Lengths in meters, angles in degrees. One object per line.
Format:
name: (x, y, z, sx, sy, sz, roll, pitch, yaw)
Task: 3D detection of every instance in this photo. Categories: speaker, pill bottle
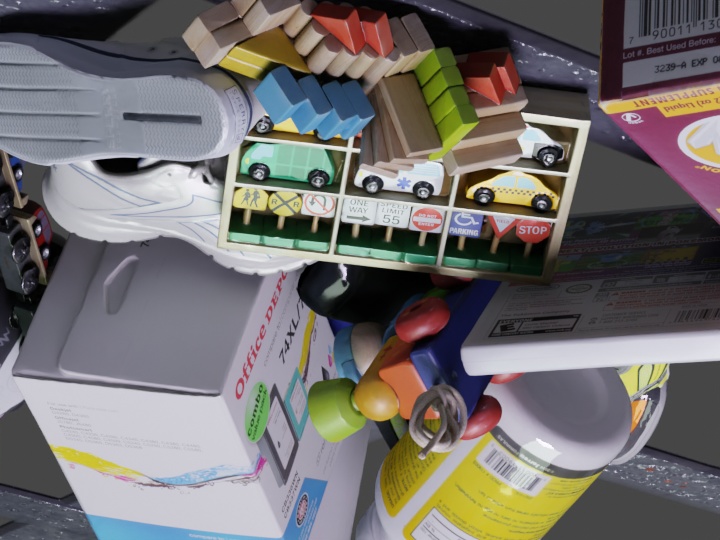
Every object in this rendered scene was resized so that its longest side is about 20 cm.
speaker: (-0.038, 0.144, 1.892, 0.081, 0.201, 0.081, 10, 159, 4)
pill bottle: (0.080, 0.131, 1.738, 0.112, 0.113, 0.200, 16, 134, -25)

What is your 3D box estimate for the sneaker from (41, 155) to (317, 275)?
sneaker: (-0.092, -0.050, 1.599, 0.199, 0.075, 0.087, 5, 152, -1)

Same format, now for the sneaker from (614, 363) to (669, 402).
sneaker: (0.162, 0.073, 1.790, 0.076, 0.076, 0.200, 11, 141, -25)

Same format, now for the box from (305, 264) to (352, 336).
box: (0.000, 0.000, 1.753, 0.199, 0.033, 0.121, -14, 151, 38)

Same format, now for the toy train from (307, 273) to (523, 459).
toy train: (0.017, 0.071, 1.579, 0.115, 0.200, 0.085, -21, 107, 28)

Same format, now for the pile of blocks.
pile of blocks: (0.008, -0.103, 1.426, 0.199, 0.083, 0.062, 13, 151, -22)

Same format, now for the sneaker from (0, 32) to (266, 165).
sneaker: (-0.136, -0.096, 1.492, 0.199, 0.073, 0.071, 11, -157, 29)

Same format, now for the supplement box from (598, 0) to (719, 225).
supplement box: (0.213, -0.091, 1.403, 0.110, 0.086, 0.200, -8, 155, 28)

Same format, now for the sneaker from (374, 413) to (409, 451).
sneaker: (0.061, 0.100, 1.825, 0.082, 0.072, 0.200, -15, 141, 13)

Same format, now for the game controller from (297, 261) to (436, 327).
game controller: (0.058, 0.007, 1.696, 0.199, 0.042, 0.104, 14, 142, -36)

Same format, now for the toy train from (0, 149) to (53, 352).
toy train: (-0.210, -0.019, 1.666, 0.034, 0.046, 0.201, 16, 141, 26)

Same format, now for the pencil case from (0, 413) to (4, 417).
pencil case: (-0.288, 0.079, 1.943, 0.087, 0.088, 0.200, 14, 157, -21)

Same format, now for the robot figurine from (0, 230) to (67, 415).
robot figurine: (-0.273, 0.022, 1.750, 0.124, 0.151, 0.200, 24, 174, 39)

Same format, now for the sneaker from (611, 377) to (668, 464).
sneaker: (0.127, 0.095, 1.895, 0.112, 0.078, 0.200, 14, 156, -24)

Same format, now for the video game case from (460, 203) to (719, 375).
video game case: (0.177, 0.007, 1.573, 0.199, 0.182, 0.023, -5, 114, 23)

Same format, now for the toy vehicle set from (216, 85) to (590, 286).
toy vehicle set: (0.023, -0.056, 1.540, 0.199, 0.027, 0.125, 6, 130, -4)

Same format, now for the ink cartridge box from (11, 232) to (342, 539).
ink cartridge box: (-0.108, 0.073, 1.721, 0.145, 0.147, 0.200, 6, 144, 20)
